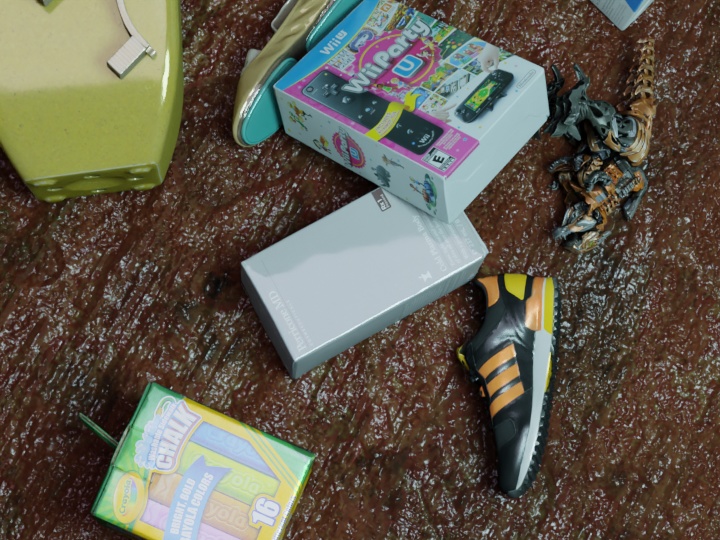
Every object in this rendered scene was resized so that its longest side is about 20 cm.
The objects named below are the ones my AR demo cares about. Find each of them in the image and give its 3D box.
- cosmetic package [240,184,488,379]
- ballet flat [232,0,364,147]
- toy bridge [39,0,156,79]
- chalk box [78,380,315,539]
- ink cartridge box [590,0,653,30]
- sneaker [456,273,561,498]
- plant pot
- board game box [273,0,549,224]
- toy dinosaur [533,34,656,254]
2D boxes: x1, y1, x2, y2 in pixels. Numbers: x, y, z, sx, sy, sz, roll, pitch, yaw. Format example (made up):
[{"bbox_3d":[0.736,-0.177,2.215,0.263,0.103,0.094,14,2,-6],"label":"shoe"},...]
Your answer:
[{"bbox_3d":[0.000,0.000,1.415,0.199,0.090,0.107,-30,79,-13],"label":"cosmetic package"},{"bbox_3d":[-0.068,-0.201,1.474,0.063,0.069,0.201,29,73,31],"label":"ballet flat"},{"bbox_3d":[-0.239,-0.244,1.285,0.200,0.027,0.067,44,84,-3],"label":"toy bridge"},{"bbox_3d":[-0.153,0.178,1.347,0.198,0.125,0.125,23,77,2],"label":"chalk box"},{"bbox_3d":[0.207,-0.331,1.484,0.067,0.116,0.200,-44,85,-11],"label":"ink cartridge box"},{"bbox_3d":[0.127,0.100,1.419,0.089,0.070,0.202,7,77,13],"label":"sneaker"},{"bbox_3d":[-0.242,-0.171,1.387,0.193,0.194,0.202,-9,84,-6],"label":"plant pot"},{"bbox_3d":[0.045,-0.149,1.407,0.199,0.065,0.148,29,63,31],"label":"board game box"},{"bbox_3d":[0.218,-0.121,1.467,0.135,0.102,0.202,29,61,-21],"label":"toy dinosaur"}]
